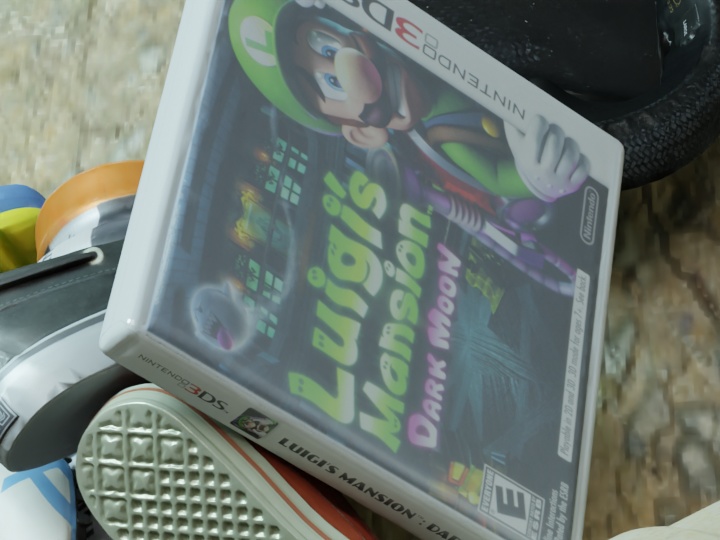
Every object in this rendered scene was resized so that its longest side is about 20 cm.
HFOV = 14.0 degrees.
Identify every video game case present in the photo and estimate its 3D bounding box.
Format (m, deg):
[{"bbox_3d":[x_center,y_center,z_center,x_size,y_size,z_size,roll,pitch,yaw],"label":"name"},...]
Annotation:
[{"bbox_3d":[0.009,-0.011,0.980,0.181,0.023,0.201,31,46,-23],"label":"video game case"}]

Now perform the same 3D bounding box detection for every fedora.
[{"bbox_3d":[0.052,-0.089,1.162,0.199,0.092,0.202,4,57,-5],"label":"fedora"}]

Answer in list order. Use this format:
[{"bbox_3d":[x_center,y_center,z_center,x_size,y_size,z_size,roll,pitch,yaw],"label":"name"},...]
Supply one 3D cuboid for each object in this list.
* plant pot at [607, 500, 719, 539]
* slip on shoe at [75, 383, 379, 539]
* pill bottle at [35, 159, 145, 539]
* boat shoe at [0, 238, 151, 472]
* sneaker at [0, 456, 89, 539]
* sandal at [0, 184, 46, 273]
[{"bbox_3d":[0.169,0.132,0.925,0.183,0.201,0.200,-31,52,-30],"label":"plant pot"},{"bbox_3d":[-0.008,0.111,0.938,0.200,0.074,0.061,47,24,2],"label":"slip on shoe"},{"bbox_3d":[-0.073,0.054,1.067,0.106,0.107,0.201,-13,50,-1],"label":"pill bottle"},{"bbox_3d":[-0.060,0.006,0.989,0.199,0.069,0.057,-23,64,-43],"label":"boat shoe"},{"bbox_3d":[-0.153,0.059,1.013,0.072,0.072,0.200,12,29,-40],"label":"sneaker"},{"bbox_3d":[-0.210,0.016,1.143,0.199,0.080,0.087,-26,48,-13],"label":"sandal"}]
